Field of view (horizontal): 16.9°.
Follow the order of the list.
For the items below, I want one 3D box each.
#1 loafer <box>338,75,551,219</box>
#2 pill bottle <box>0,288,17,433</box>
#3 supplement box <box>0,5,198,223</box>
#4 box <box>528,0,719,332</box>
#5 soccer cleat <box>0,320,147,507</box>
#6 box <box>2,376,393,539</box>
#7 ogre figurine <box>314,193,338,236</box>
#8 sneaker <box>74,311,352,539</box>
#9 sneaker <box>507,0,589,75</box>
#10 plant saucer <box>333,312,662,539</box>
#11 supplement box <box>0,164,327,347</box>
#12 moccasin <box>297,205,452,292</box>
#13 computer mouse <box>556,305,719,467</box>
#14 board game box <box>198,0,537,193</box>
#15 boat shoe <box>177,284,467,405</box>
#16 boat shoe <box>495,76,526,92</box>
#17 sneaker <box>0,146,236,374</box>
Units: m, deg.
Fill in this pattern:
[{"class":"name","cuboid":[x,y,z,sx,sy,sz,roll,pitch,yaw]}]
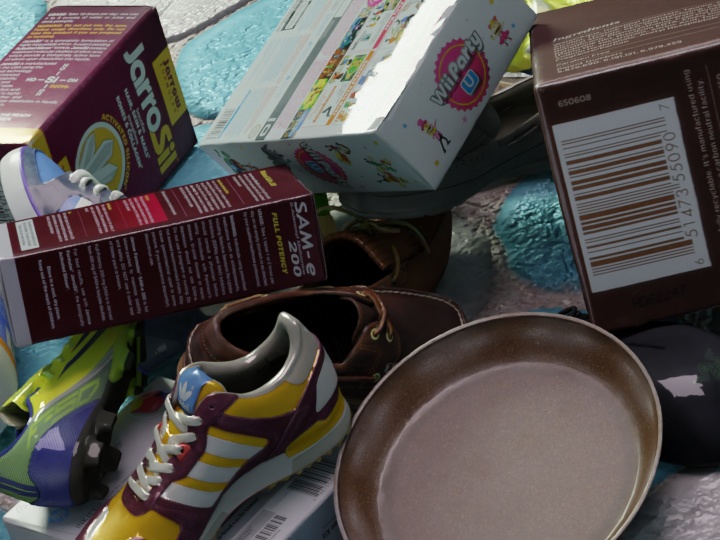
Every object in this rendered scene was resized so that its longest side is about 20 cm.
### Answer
[{"class":"loafer","cuboid":[0.073,-0.090,1.640,0.199,0.070,0.070,-22,35,-23]},{"class":"pill bottle","cuboid":[-0.299,0.038,1.684,0.111,0.113,0.200,-19,31,-2]},{"class":"supplement box","cuboid":[-0.224,-0.097,1.842,0.103,0.132,0.200,2,37,28]},{"class":"box","cuboid":[0.202,-0.082,1.526,0.163,0.167,0.200,-14,17,7]},{"class":"soccer cleat","cuboid":[-0.183,0.073,1.530,0.083,0.065,0.201,4,34,7]},{"class":"box","cuboid":[-0.098,0.140,1.488,0.199,0.041,0.156,12,41,38]},{"class":"ogre figurine","cuboid":[-0.022,-0.081,1.730,0.098,0.201,0.120,21,15,-15]},{"class":"sneaker","cuboid":[-0.100,0.104,1.410,0.200,0.090,0.075,-38,37,-19]},{"class":"sneaker","cuboid":[0.129,-0.163,1.791,0.199,0.105,0.076,11,68,21]},{"class":"plant saucer","cuboid":[0.082,0.114,1.402,0.199,0.032,0.201,-13,50,16]},{"class":"supplement box","cuboid":[-0.129,-0.011,1.531,0.199,0.061,0.109,-13,14,-7]},{"class":"moccasin","cuboid":[-0.001,0.000,1.623,0.073,0.078,0.201,7,39,39]},{"class":"computer mouse","cuboid":[0.161,0.065,1.461,0.199,0.053,0.138,11,40,39]},{"class":"board game box","cuboid":[0.003,-0.124,1.603,0.199,0.064,0.148,0,53,54]},{"class":"boat shoe","cuboid":[-0.014,0.044,1.509,0.199,0.070,0.071,-10,62,-30]},{"class":"boat shoe","cuboid":[0.111,-0.108,1.758,0.199,0.073,0.065,-3,-3,29]},{"class":"sneaker","cuboid":[-0.148,-0.035,1.670,0.146,0.081,0.201,-34,66,8]}]
